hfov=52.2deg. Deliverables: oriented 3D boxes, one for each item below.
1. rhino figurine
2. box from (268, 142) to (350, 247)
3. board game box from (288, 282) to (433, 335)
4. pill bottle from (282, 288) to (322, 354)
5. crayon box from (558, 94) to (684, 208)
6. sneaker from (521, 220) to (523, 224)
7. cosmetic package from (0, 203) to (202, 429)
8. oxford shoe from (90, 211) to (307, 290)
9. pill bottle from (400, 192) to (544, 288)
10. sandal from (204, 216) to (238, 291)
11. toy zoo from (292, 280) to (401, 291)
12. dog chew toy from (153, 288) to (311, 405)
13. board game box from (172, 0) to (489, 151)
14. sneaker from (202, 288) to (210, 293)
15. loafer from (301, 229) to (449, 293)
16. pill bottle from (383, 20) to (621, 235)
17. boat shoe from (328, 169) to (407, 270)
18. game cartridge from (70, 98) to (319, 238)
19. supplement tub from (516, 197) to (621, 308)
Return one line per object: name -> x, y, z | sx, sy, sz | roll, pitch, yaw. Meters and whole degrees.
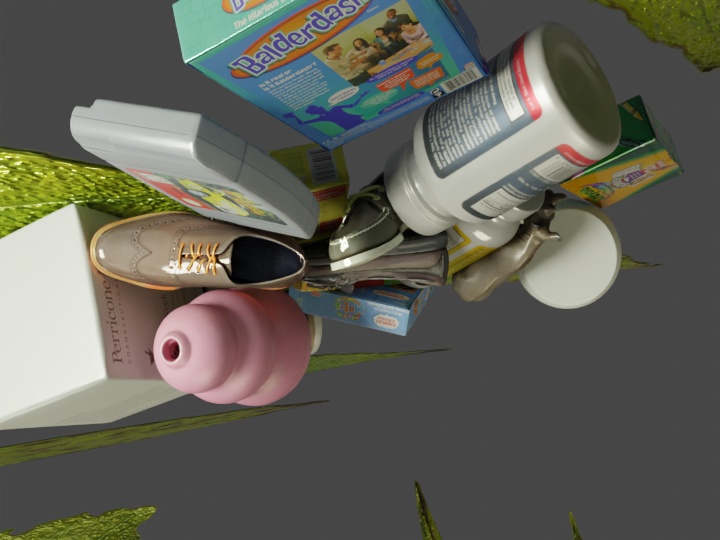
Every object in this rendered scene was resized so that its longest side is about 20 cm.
rhino figurine -> 0.179, -0.030, 0.886 | 0.059, 0.089, 0.200 | 29, 136, -18
box -> -0.055, -0.068, 0.773 | 0.073, 0.051, 0.200 | -12, 164, -10
board game box -> 0.009, 0.023, 0.943 | 0.147, 0.038, 0.200 | 12, -165, 13
pill bottle -> -0.165, 0.088, 1.109 | 0.195, 0.114, 0.111 | -9, 164, -27
crayon box -> 0.317, -0.139, 0.906 | 0.117, 0.060, 0.198 | -25, 164, 29
sneaker -> 0.198, -0.081, 0.942 | 0.071, 0.087, 0.200 | -10, 163, -13
cosmetic package -> -0.275, 0.057, 0.759 | 0.163, 0.172, 0.199 | -20, 166, 17
oxford shoe -> -0.142, -0.018, 0.664 | 0.194, 0.074, 0.073 | 1, 180, -16
pill bottle -> 0.112, -0.065, 0.847 | 0.110, 0.115, 0.199 | -5, 162, -37
sandal -> -0.136, -0.018, 0.766 | 0.080, 0.055, 0.201 | 29, 145, -6
toy zoo -> -0.047, -0.008, 0.912 | 0.196, 0.021, 0.130 | -4, -160, -37
dog chew toy -> -0.128, 0.074, 0.721 | 0.122, 0.128, 0.199 | -21, 170, 19
board game box -> -0.008, -0.157, 0.507 | 0.149, 0.046, 0.199 | -21, 165, 20
sneaker -> -0.179, 0.017, 0.922 | 0.088, 0.068, 0.200 | -14, 167, -11
loafer -> 0.000, 0.000, 0.789 | 0.194, 0.065, 0.072 | -9, -165, 4
pill bottle -> 0.116, -0.114, 0.655 | 0.118, 0.123, 0.198 | -1, 160, -44
boat shoe -> 0.013, -0.055, 0.729 | 0.071, 0.062, 0.202 | -13, -166, 25
game cartridge -> -0.113, -0.073, 0.580 | 0.130, 0.042, 0.200 | 9, 170, 23
supplement tub -> 0.286, -0.027, 1.031 | 0.142, 0.148, 0.200 | -19, -178, 14
